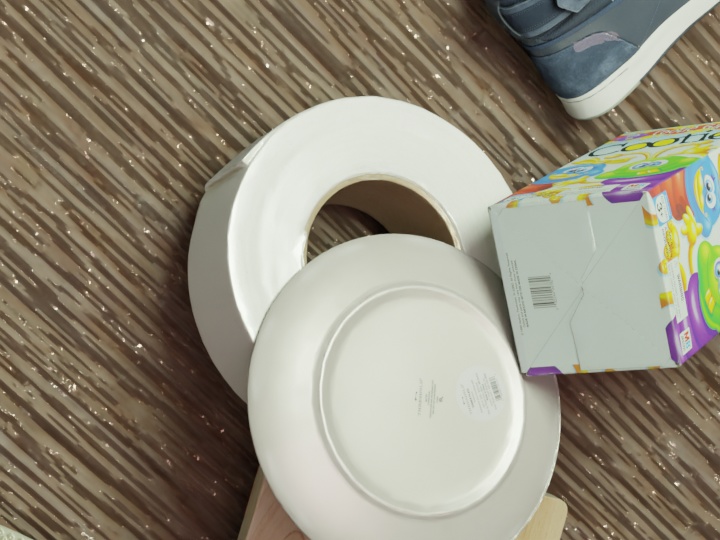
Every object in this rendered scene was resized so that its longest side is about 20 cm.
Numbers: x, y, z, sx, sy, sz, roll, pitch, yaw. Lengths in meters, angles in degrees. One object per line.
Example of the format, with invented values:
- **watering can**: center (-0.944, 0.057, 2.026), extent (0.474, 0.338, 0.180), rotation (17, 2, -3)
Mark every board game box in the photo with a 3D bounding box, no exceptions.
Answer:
- **board game box**: center (0.175, -0.019, 1.121), extent (0.200, 0.103, 0.105), rotation (-29, 110, -54)

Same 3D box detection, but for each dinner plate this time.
- **dinner plate**: center (0.032, 0.075, 1.059), extent (0.200, 0.024, 0.201), rotation (6, 77, -26)

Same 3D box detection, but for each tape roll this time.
- **tape roll**: center (0.000, 0.000, 1.111), extent (0.202, 0.071, 0.203), rotation (5, 77, -24)

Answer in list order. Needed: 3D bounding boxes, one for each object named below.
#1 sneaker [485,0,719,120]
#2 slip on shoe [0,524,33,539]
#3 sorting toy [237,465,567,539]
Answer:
- **sneaker**: center (0.162, -0.212, 1.148), extent (0.202, 0.077, 0.146), rotation (-49, 120, -4)
- **slip on shoe**: center (-0.188, 0.208, 1.127), extent (0.200, 0.061, 0.074), rotation (34, 53, -29)
- **sorting toy**: center (0.004, 0.212, 1.174), extent (0.198, 0.070, 0.200), rotation (16, 92, -18)
